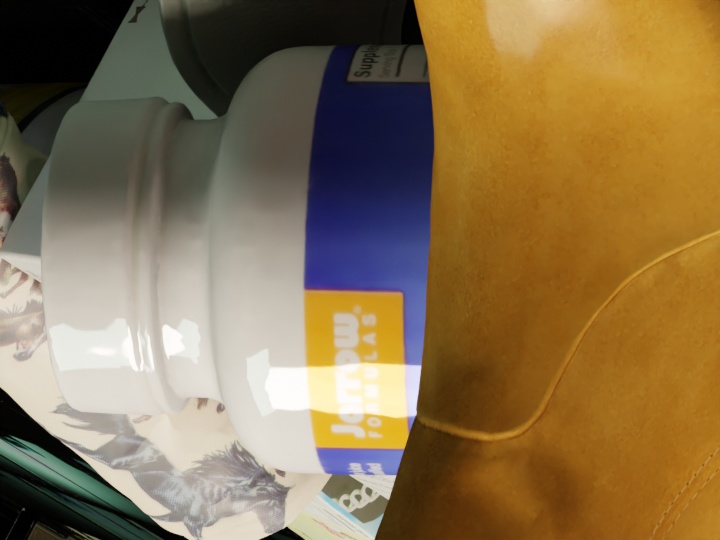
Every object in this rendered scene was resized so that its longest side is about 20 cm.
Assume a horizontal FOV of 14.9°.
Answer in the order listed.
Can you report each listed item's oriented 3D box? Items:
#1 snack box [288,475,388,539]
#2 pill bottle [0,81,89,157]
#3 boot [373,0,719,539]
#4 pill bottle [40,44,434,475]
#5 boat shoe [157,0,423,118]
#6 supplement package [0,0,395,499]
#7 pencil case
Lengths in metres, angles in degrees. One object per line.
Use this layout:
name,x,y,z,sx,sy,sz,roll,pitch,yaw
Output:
snack box,-0.012,0.097,1.224,0.116,0.037,0.200,22,167,35
pill bottle,-0.133,-0.020,1.130,0.114,0.114,0.200,33,167,-26
boot,0.034,0.015,0.551,0.071,0.144,0.201,12,150,40
pill bottle,0.024,-0.002,0.707,0.199,0.112,0.112,0,164,7
boat shoe,-0.019,-0.074,0.765,0.200,0.075,0.060,75,173,-55
supplement package,0.000,0.000,0.934,0.200,0.110,0.114,34,166,-29
pencil case,-0.091,0.022,0.992,0.078,0.090,0.200,-33,120,26
